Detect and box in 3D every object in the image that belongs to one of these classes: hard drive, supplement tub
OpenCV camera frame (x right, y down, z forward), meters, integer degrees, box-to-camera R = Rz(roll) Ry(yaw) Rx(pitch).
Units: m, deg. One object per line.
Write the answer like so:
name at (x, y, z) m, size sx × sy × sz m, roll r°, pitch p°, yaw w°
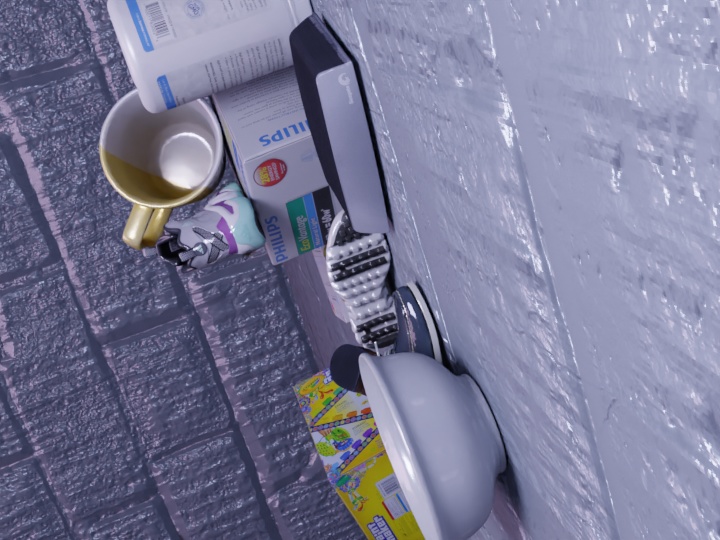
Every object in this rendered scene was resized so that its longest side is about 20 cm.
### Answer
hard drive at (-0.022, -0.142, 0.991) m, size 0.135 × 0.042 × 0.201 m, roll -119°, pitch 11°, yaw -49°
supplement tub at (-0.157, -0.261, 1.052) m, size 0.132 × 0.198 × 0.133 m, roll 160°, pitch 90°, yaw -82°

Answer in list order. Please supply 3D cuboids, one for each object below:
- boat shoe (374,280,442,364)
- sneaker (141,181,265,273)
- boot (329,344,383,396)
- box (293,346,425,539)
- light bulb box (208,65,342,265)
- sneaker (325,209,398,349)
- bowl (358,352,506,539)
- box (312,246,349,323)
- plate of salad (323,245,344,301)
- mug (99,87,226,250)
boat shoe at (0.054, 0.110, 1.019) m, size 0.075 × 0.061 × 0.202 m, roll -111°, pitch 9°, yaw -66°
sneaker at (-0.197, -0.046, 1.183) m, size 0.200 × 0.139 × 0.078 m, roll -149°, pitch 37°, yaw -76°
boot at (0.059, 0.145, 1.164) m, size 0.096 × 0.075 × 0.199 m, roll 16°, pitch -169°, yaw -44°
box at (0.024, 0.248, 1.314) m, size 0.201 × 0.121 × 0.193 m, roll 62°, pitch 179°, yaw -35°
light bulb box at (-0.101, -0.155, 1.223) m, size 0.199 × 0.124 × 0.201 m, roll 79°, pitch 167°, yaw -53°
sneaker at (0.000, 0.000, 1.136) m, size 0.081 × 0.074 × 0.201 m, roll -105°, pitch 1°, yaw -48°
bowl at (0.074, 0.156, 0.905) m, size 0.201 × 0.090 × 0.203 m, roll 159°, pitch 90°, yaw -82°
box at (-0.048, -0.023, 1.533) m, size 0.156 × 0.041 × 0.202 m, roll -170°, pitch 61°, yaw -82°
plate of salad at (-0.019, -0.001, 1.346) m, size 0.200 × 0.048 × 0.202 m, roll 160°, pitch 90°, yaw -83°
mug at (-0.249, -0.135, 1.240) m, size 0.150 × 0.186 × 0.153 m, roll 52°, pitch -179°, yaw 2°
